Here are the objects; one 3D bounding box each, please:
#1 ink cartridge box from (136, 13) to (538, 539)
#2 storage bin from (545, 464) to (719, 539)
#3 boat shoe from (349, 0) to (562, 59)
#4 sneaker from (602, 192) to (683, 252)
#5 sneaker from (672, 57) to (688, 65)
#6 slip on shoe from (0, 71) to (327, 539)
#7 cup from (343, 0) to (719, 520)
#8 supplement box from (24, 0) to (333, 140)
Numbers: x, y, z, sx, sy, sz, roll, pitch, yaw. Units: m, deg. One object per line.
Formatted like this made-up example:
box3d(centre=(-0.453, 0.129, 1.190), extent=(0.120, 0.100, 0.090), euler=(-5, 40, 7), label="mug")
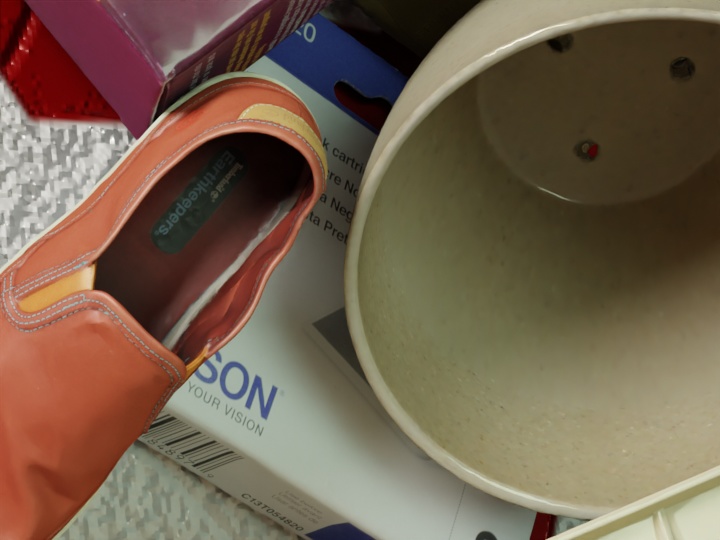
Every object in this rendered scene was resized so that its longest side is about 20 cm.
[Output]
box3d(centre=(0.000, 0.000, 0.928), extent=(0.199, 0.040, 0.201), euler=(33, 57, -28), label="ink cartridge box")
box3d(centre=(0.025, 0.146, 0.772), extent=(0.197, 0.200, 0.094), euler=(-20, 83, -28), label="storage bin")
box3d(centre=(0.002, -0.147, 0.964), extent=(0.200, 0.071, 0.070), euler=(38, 42, -23), label="boat shoe")
box3d(centre=(0.130, 0.072, 0.984), extent=(0.099, 0.070, 0.201), euler=(-45, 117, -43), label="sneaker")
box3d(centre=(0.137, -0.174, 0.989), extent=(0.090, 0.078, 0.201), euler=(39, 62, -15), label="sneaker")
box3d(centre=(-0.082, 0.022, 0.793), extent=(0.074, 0.061, 0.200), euler=(41, 88, -18), label="slip on shoe")
box3d(centre=(0.093, -0.035, 0.884), extent=(0.200, 0.200, 0.144), euler=(40, 25, -23), label="cup")
box3d(centre=(-0.034, -0.159, 0.843), extent=(0.200, 0.103, 0.131), euler=(-40, 89, -12), label="supplement box")
